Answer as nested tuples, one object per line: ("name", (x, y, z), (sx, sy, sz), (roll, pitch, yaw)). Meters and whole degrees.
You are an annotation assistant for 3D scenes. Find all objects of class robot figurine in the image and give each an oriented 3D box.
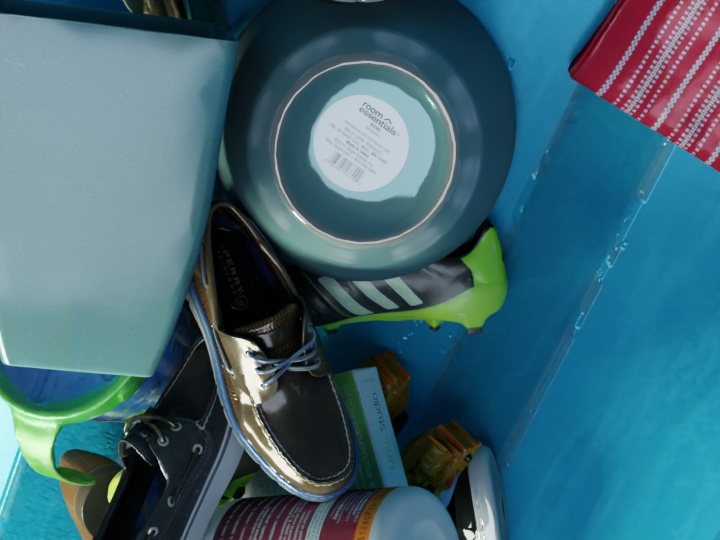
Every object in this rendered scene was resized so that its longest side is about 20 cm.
("robot figurine", (-0.009, 0.163, 1.258), (0.145, 0.058, 0.201), (44, 114, 21))

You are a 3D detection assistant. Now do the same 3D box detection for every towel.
("towel", (0.246, -0.128, 1.108), (0.199, 0.023, 0.145), (31, 119, -8))

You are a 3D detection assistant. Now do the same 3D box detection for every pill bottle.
("pill bottle", (-0.042, 0.200, 1.143), (0.198, 0.110, 0.110), (-8, 118, 30))

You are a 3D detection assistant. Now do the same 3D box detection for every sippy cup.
("sippy cup", (-0.169, 0.045, 1.189), (0.178, 0.130, 0.140), (-41, 65, 6))

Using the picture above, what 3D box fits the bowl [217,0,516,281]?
("bowl", (0.003, -0.080, 1.093), (0.198, 0.105, 0.203), (0, 104, -1))

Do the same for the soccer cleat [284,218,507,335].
("soccer cleat", (0.000, 0.000, 1.195), (0.197, 0.068, 0.082), (-2, 107, 3))

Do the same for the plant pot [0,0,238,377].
("plant pot", (-0.157, -0.048, 1.036), (0.140, 0.141, 0.203), (6, 100, -10))

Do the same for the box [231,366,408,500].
("box", (-0.057, 0.161, 1.233), (0.198, 0.036, 0.146), (-18, 84, 32))

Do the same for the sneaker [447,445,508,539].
("sneaker", (0.054, 0.221, 1.293), (0.110, 0.073, 0.202), (-4, 119, 9))

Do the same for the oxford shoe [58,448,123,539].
("oxford shoe", (-0.171, 0.207, 1.334), (0.071, 0.071, 0.201), (-35, 129, -21))

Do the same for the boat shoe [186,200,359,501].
("boat shoe", (-0.060, 0.049, 1.103), (0.072, 0.072, 0.201), (-27, 79, -18))

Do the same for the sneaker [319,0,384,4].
("sneaker", (0.006, -0.204, 1.047), (0.198, 0.080, 0.084), (-11, 109, -31))

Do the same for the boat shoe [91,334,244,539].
("boat shoe", (-0.128, 0.125, 1.130), (0.070, 0.202, 0.066), (12, 165, 46))

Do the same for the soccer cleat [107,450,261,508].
("soccer cleat", (-0.097, 0.111, 1.209), (0.199, 0.084, 0.064), (-33, 136, 32))

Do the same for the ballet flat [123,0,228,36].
("ballet flat", (-0.128, -0.214, 1.103), (0.072, 0.068, 0.202), (10, 125, 23))
